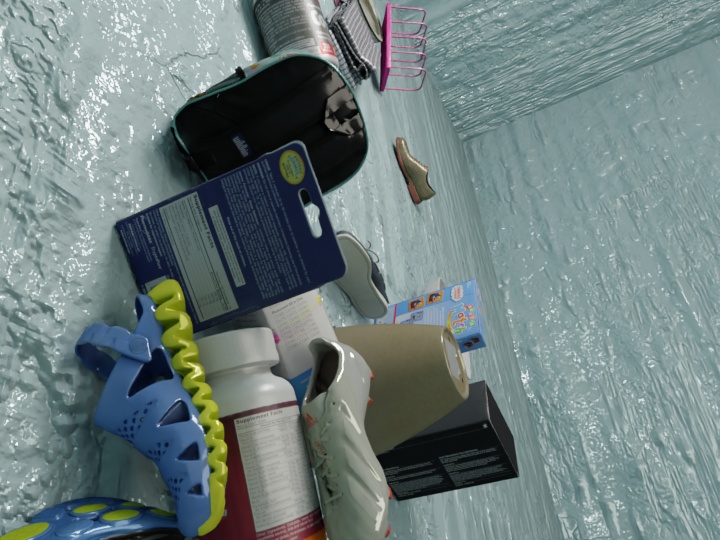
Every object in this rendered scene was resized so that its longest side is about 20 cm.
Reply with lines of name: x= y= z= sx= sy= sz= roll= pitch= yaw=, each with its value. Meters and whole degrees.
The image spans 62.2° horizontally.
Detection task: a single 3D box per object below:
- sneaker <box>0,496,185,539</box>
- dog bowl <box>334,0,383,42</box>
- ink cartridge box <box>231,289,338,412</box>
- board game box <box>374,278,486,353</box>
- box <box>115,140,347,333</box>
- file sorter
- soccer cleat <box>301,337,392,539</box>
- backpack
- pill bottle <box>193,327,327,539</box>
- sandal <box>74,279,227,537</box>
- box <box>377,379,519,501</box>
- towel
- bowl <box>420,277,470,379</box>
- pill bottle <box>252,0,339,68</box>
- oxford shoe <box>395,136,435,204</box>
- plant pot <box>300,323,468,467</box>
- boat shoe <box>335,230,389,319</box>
sneaker: x=-0.181 y=0.195 z=0.363 sx=0.199 sy=0.070 sz=0.084 roll=6 pitch=88 yaw=-72
dog bowl: x=-0.008 y=-0.724 z=1.670 sx=0.201 sy=0.073 sz=0.202 roll=54 pitch=26 yaw=-42
ink cartridge box: x=-0.093 y=0.041 z=0.636 sx=0.067 sy=0.115 sz=0.202 roll=-27 pitch=100 yaw=-29
board game box: x=0.116 y=0.098 z=1.045 sx=0.037 sy=0.198 sz=0.152 roll=59 pitch=22 yaw=-28
box: x=-0.112 y=-0.021 z=0.528 sx=0.123 sy=0.198 sz=0.032 roll=70 pitch=19 yaw=-2
file sorter: x=0.126 y=-0.645 z=1.743 sx=0.139 sy=0.124 sz=0.203 roll=115 pitch=-24 yaw=-78
soccer cleat: x=-0.021 y=0.151 z=0.525 sx=0.077 sy=0.069 sz=0.202 roll=38 pitch=32 yaw=-38
backpack: x=-0.096 y=-0.160 z=0.707 sx=0.177 sy=0.198 sz=0.154 roll=61 pitch=5 yaw=-21
pill bottle: x=-0.101 y=0.160 z=0.525 sx=0.109 sy=0.108 sz=0.202 roll=16 pitch=57 yaw=-67
sandal: x=-0.153 y=0.101 z=0.440 sx=0.201 sy=0.086 sz=0.080 roll=59 pitch=-32 yaw=33
box: x=0.119 y=0.260 z=0.899 sx=0.142 sy=0.198 sz=0.079 roll=58 pitch=23 yaw=-33
towel: x=-0.017 y=-0.566 z=1.479 sx=0.166 sy=0.085 sz=0.201 roll=58 pitch=23 yaw=-30
bowl: x=0.191 y=0.144 z=1.401 sx=0.201 sy=0.074 sz=0.201 roll=58 pitch=23 yaw=-30
pill bottle: x=-0.118 y=-0.423 z=1.022 sx=0.114 sy=0.113 sz=0.202 roll=-11 pitch=82 yaw=-71
oxford shoe: x=0.160 y=-0.298 z=1.727 sx=0.202 sy=0.074 sz=0.070 roll=67 pitch=20 yaw=-10
plant pot: x=0.030 y=0.144 z=0.767 sx=0.188 sy=0.198 sz=0.189 roll=53 pitch=26 yaw=-40
boat shoe: x=0.000 y=0.000 z=1.009 sx=0.062 sy=0.074 sz=0.201 roll=-87 pitch=153 yaw=-44
